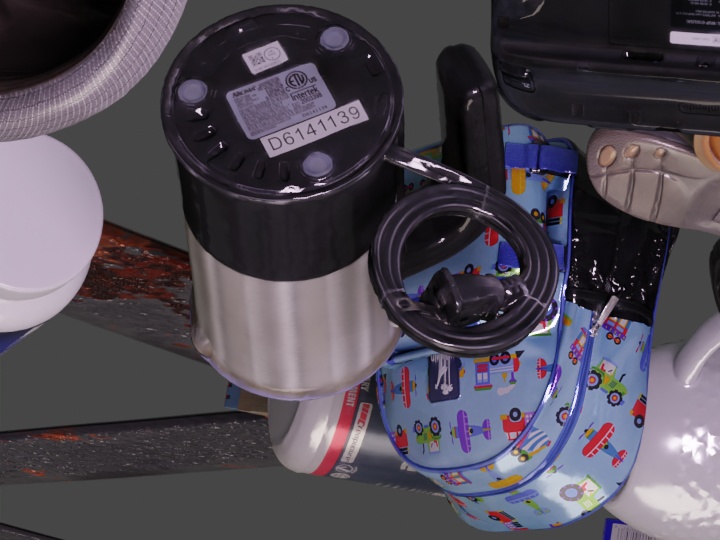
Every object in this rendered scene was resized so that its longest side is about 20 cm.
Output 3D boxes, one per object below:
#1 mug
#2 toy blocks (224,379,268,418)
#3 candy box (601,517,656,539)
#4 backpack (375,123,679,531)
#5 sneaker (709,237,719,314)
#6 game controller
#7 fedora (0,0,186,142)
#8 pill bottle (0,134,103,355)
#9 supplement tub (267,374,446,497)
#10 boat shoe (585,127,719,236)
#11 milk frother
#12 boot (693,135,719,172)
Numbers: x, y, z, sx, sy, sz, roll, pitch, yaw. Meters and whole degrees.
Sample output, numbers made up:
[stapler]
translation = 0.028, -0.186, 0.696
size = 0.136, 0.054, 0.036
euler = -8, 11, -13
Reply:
[mug]
translation = 0.248, 0.093, 1.726
size = 0.175, 0.148, 0.201
euler = 4, 130, -18
[toy blocks]
translation = -0.016, 0.092, 1.946
size = 0.199, 0.100, 0.137
euler = 13, 174, -25
[candy box]
translation = 0.268, 0.338, 2.538
size = 0.077, 0.170, 0.200
euler = 6, 166, 14
[backpack]
translation = 0.076, 0.038, 1.481
size = 0.134, 0.201, 0.182
euler = 19, 161, -40
[sneaker]
translation = 0.268, -0.021, 1.456
size = 0.090, 0.076, 0.200
euler = -8, 167, -23
[game controller]
translation = 0.147, -0.107, 1.107
size = 0.199, 0.105, 0.042
euler = 6, -168, 21
[fedora]
translation = -0.143, -0.144, 1.063
size = 0.199, 0.178, 0.090
euler = 0, -167, 23
[pill bottle]
translation = -0.224, -0.013, 1.582
size = 0.115, 0.116, 0.200
euler = 12, 163, -19
[supplement tub]
translation = 0.049, 0.076, 1.737
size = 0.199, 0.141, 0.140
euler = 10, 164, -13
[boat shoe]
translation = 0.210, -0.049, 1.333
size = 0.199, 0.074, 0.075
euler = 23, 141, -12
[milk frother]
translation = 0.000, 0.000, 1.319
size = 0.180, 0.201, 0.188
euler = -7, 147, -2
[boot]
translation = 0.226, -0.089, 1.184
size = 0.154, 0.074, 0.200
euler = 7, 162, 14
